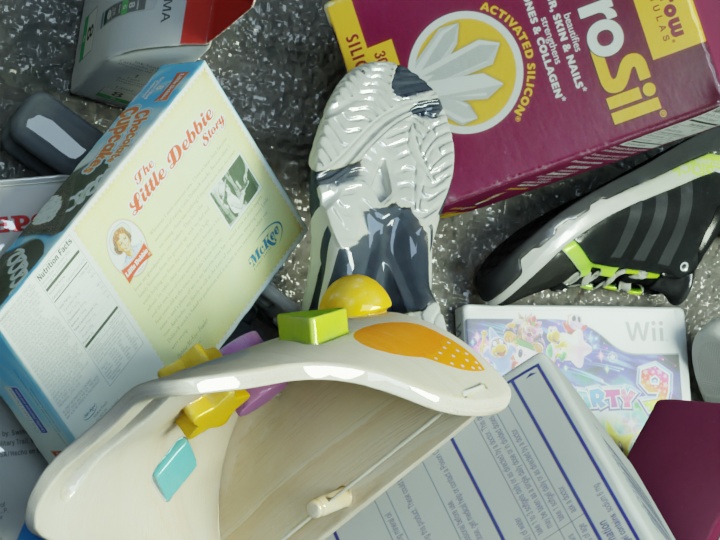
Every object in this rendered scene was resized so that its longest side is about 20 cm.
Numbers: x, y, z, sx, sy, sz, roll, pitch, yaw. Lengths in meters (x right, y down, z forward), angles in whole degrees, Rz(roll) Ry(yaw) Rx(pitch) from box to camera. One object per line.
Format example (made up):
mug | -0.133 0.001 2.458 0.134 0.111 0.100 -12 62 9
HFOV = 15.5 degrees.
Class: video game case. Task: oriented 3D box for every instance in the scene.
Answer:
video game case | 0.127 0.120 1.511 0.142 0.018 0.202 1 78 -20

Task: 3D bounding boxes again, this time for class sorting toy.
sorting toy | -0.065 0.078 1.240 0.180 0.200 0.107 -2 57 -55

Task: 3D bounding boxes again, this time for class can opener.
can opener | -0.113 -0.018 1.430 0.200 0.053 0.067 41 69 -8

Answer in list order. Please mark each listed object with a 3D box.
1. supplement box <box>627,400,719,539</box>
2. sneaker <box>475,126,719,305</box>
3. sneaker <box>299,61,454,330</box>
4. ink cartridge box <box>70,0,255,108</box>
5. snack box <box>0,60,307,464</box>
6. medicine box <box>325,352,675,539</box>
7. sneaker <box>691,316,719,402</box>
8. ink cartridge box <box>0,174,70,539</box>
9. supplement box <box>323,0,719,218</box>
supplement box | 0.223 0.183 1.451 0.200 0.103 0.131 46 66 -29
sneaker | 0.161 -0.014 1.524 0.199 0.072 0.083 -28 91 -24
sneaker | 0.000 0.000 1.403 0.079 0.130 0.200 0 67 -18
ink cartridge box | -0.096 -0.187 1.392 0.050 0.200 0.162 13 74 -17
snack box | -0.112 0.001 1.337 0.200 0.037 0.117 -54 126 -35
medicine box | 0.062 0.174 1.323 0.199 0.182 0.103 -34 127 6
sneaker | 0.283 0.083 1.556 0.112 0.073 0.200 -43 104 -26
ink cartridge box | -0.204 0.061 1.360 0.145 0.084 0.202 -4 80 -22
supplement box | 0.100 -0.117 1.450 0.199 0.103 0.132 -20 86 18
